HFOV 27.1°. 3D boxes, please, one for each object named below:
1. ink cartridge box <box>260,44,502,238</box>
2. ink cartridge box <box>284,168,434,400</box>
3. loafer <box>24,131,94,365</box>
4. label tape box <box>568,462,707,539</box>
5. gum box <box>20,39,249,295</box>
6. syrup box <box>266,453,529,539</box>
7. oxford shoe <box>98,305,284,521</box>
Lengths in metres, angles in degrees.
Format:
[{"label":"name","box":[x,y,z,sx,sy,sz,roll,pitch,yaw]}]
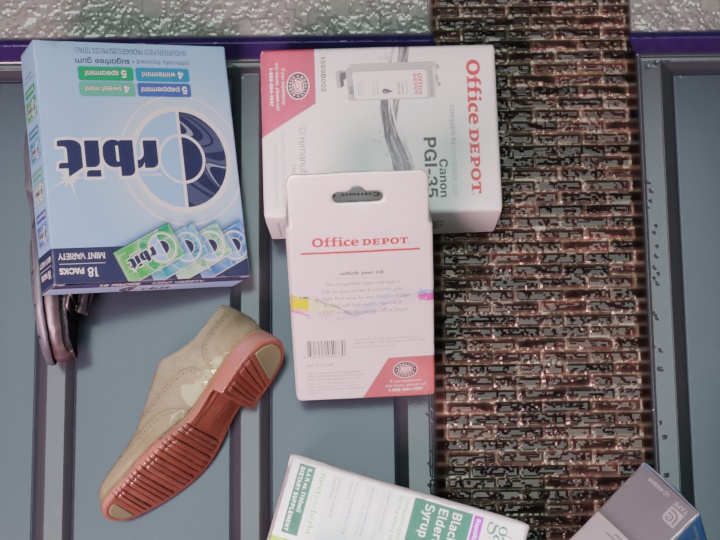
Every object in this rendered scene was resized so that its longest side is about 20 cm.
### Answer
[{"label":"ink cartridge box","box":[0.018,-0.109,1.254,0.197,0.083,0.149,-2,80,0]},{"label":"ink cartridge box","box":[0.000,0.000,1.189,0.115,0.068,0.202,-2,120,-1]},{"label":"loafer","box":[-0.244,-0.024,1.248,0.062,0.072,0.203,-6,77,-5]},{"label":"label tape box","box":[0.181,0.260,1.155,0.200,0.144,0.066,-42,57,-6]},{"label":"gum box","box":[-0.186,-0.086,1.236,0.168,0.044,0.203,-3,79,-28]},{"label":"syrup box","box":[0.030,0.214,1.199,0.197,0.081,0.080,16,81,4]},{"label":"oxford shoe","box":[-0.150,0.118,1.234,0.200,0.071,0.074,-47,58,-7]}]
